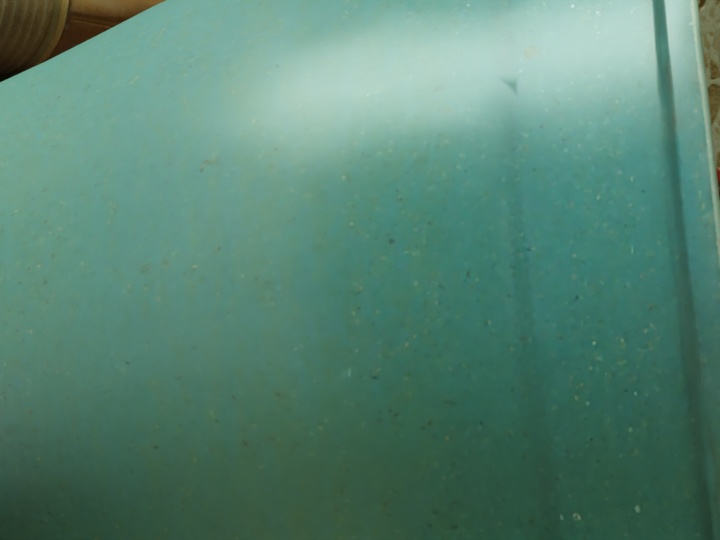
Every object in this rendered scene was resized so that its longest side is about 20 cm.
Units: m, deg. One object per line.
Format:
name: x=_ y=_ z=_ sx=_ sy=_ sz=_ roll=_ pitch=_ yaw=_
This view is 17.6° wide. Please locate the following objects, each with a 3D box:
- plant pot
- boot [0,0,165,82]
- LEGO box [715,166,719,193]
plant pot: x=-0.011 y=0.020 z=0.515 sx=0.187 sy=0.201 sz=0.200 roll=-6 pitch=2 yaw=8
boot: x=-0.140 y=-0.097 z=0.774 sx=0.200 sy=0.074 sz=0.154 roll=28 pitch=17 yaw=40
LEGO box: x=0.097 y=-0.021 z=0.956 sx=0.149 sy=0.077 sz=0.200 roll=28 pitch=5 yaw=-40
